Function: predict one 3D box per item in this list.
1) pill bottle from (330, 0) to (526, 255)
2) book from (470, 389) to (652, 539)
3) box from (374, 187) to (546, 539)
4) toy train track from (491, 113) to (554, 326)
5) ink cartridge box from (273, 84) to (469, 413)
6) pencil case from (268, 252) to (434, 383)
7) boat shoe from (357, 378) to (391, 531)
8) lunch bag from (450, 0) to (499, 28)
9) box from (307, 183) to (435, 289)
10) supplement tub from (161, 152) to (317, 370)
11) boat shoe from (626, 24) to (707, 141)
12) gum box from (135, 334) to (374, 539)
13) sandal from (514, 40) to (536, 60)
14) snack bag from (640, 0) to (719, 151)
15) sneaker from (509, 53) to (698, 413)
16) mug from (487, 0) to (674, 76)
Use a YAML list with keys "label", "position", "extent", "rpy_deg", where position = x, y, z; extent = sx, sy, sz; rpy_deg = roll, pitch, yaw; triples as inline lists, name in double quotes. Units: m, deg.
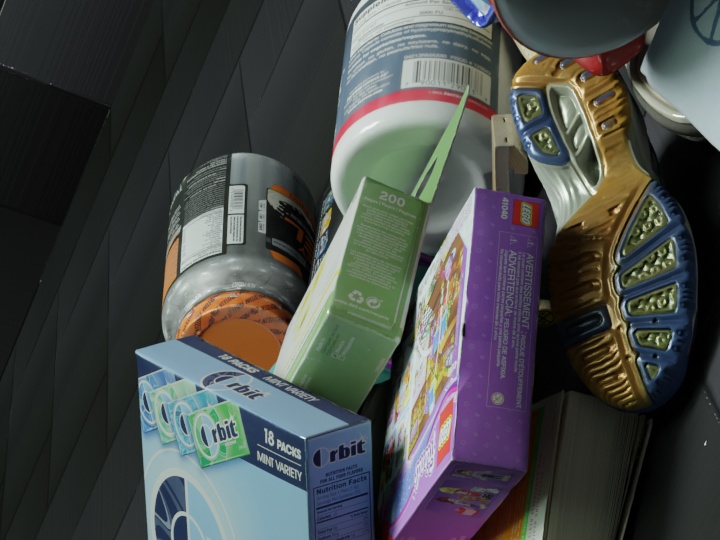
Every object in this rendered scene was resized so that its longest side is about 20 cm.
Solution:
- label: "pill bottle"
  position: [0.047, -0.119, 1.459]
  extent: [0.201, 0.119, 0.120]
  rpy_deg: [-84, 20, -45]
- label: "book"
  position: [0.074, 0.145, 1.173]
  extent: [0.200, 0.048, 0.135]
  rpy_deg: [145, 141, -70]
- label: "box"
  position: [0.047, 0.063, 1.156]
  extent: [0.200, 0.039, 0.138]
  rpy_deg: [116, 162, -66]
- label: "toy train track"
  position: [0.087, -0.003, 1.231]
  extent: [0.201, 0.032, 0.115]
  rpy_deg: [85, -178, -47]
- label: "ink cartridge box"
  position: [0.000, 0.000, 1.294]
  extent: [0.146, 0.048, 0.201]
  rpy_deg: [118, 170, -48]
- label: "pencil case"
  position: [-0.003, 0.069, 1.468]
  extent: [0.093, 0.085, 0.200]
  rpy_deg: [58, 145, 14]
- label: "boat shoe"
  position: [0.002, 0.159, 1.280]
  extent: [0.060, 0.071, 0.203]
  rpy_deg: [0, 85, 55]
- label: "lunch bag"
  position: [0.116, -0.252, 1.250]
  extent: [0.170, 0.127, 0.201]
  rpy_deg: [-33, -24, -46]
- label: "box"
  position: [0.010, -0.012, 1.608]
  extent: [0.160, 0.044, 0.201]
  rpy_deg: [126, 158, -50]
- label: "supplement tub"
  position: [-0.093, 0.008, 1.804]
  extent: [0.201, 0.122, 0.123]
  rpy_deg: [-92, 26, -54]
- label: "boat shoe"
  position: [0.165, -0.109, 1.166]
  extent: [0.067, 0.057, 0.200]
  rpy_deg: [-30, 29, 8]
- label: "gum box"
  position: [-0.056, 0.154, 1.244]
  extent: [0.170, 0.044, 0.202]
  rpy_deg: [22, 119, 52]
- label: "sandal"
  position: [0.075, -0.183, 1.397]
  extent: [0.212, 0.069, 0.078]
  rpy_deg: [65, 145, 40]
- label: "snack bag"
  position: [0.199, -0.121, 0.954]
  extent: [0.190, 0.021, 0.200]
  rpy_deg: [-67, 31, 23]
- label: "sneaker"
  position: [0.132, -0.016, 1.141]
  extent: [0.075, 0.088, 0.201]
  rpy_deg: [-18, 60, 17]
- label: "mug"
  position: [0.061, -0.188, 1.089]
  extent: [0.200, 0.133, 0.179]
  rpy_deg: [48, 140, 42]
